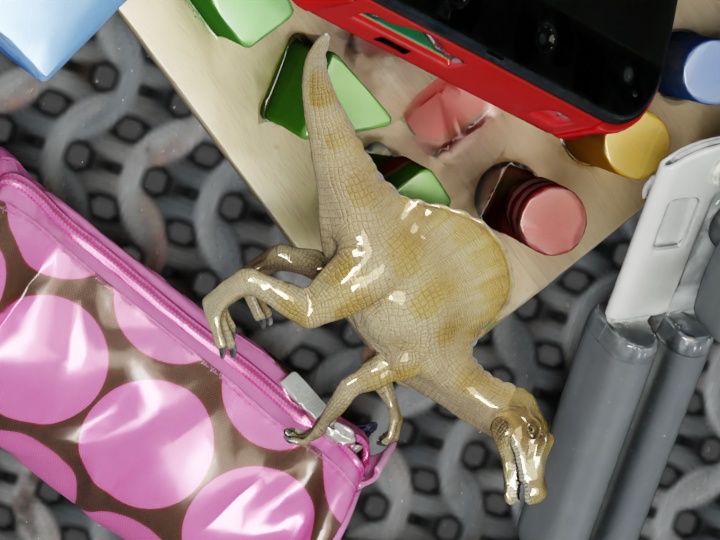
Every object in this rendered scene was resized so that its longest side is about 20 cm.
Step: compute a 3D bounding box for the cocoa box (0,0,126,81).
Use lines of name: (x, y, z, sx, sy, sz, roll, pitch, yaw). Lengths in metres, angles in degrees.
cocoa box: (-0.093, -0.182, 0.991, 0.200, 0.133, 0.131, -46, 105, -2)

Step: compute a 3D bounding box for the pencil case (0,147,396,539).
pencil case: (-0.087, 0.038, 1.050, 0.200, 0.091, 0.094, 37, 134, -16)

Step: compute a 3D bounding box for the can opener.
can opener: (0.110, 0.036, 1.064, 0.052, 0.067, 0.201, -4, 132, -31)

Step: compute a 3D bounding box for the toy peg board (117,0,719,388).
toy peg board: (0.044, -0.086, 1.053, 0.199, 0.098, 0.200, -38, 104, -4)

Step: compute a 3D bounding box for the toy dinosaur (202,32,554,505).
toy dinosaur: (0.000, 0.000, 0.996, 0.101, 0.058, 0.200, -20, 118, 18)

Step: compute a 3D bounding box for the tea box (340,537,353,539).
tea box: (0.072, 0.225, 1.087, 0.199, 0.134, 0.198, 11, 96, -13)

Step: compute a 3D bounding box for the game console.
game console: (0.051, -0.150, 0.968, 0.200, 0.031, 0.178, 22, 75, -47)
